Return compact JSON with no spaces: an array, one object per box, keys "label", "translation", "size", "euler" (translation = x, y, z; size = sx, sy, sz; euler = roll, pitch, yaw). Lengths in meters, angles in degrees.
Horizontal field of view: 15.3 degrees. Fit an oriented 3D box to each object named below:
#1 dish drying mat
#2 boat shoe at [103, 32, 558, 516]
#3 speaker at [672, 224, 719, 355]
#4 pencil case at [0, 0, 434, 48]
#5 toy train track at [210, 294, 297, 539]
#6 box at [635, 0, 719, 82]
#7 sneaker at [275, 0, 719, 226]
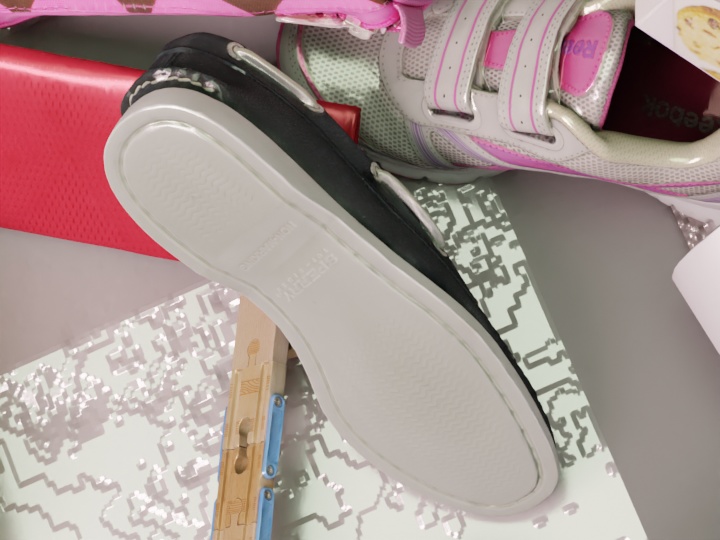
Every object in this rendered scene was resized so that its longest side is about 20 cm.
[{"label":"dish drying mat","translation":[-0.098,-0.043,0.955],"size":[0.198,0.077,0.018],"euler":[11,40,9]},{"label":"boat shoe","translation":[0.000,0.000,0.907],"size":[0.075,0.060,0.200],"euler":[-27,115,32]},{"label":"speaker","translation":[0.186,0.062,0.885],"size":[0.081,0.081,0.201],"euler":[-32,76,0]},{"label":"pencil case","translation":[-0.062,-0.125,0.930],"size":[0.199,0.091,0.095],"euler":[4,101,30]},{"label":"toy train track","translation":[-0.033,0.105,0.923],"size":[0.114,0.032,0.202],"euler":[-16,62,46]},{"label":"box","translation":[0.178,-0.052,0.875],"size":[0.199,0.041,0.039],"euler":[32,45,-20]},{"label":"sneaker","translation":[0.066,-0.071,0.923],"size":[0.198,0.088,0.082],"euler":[9,80,9]}]
